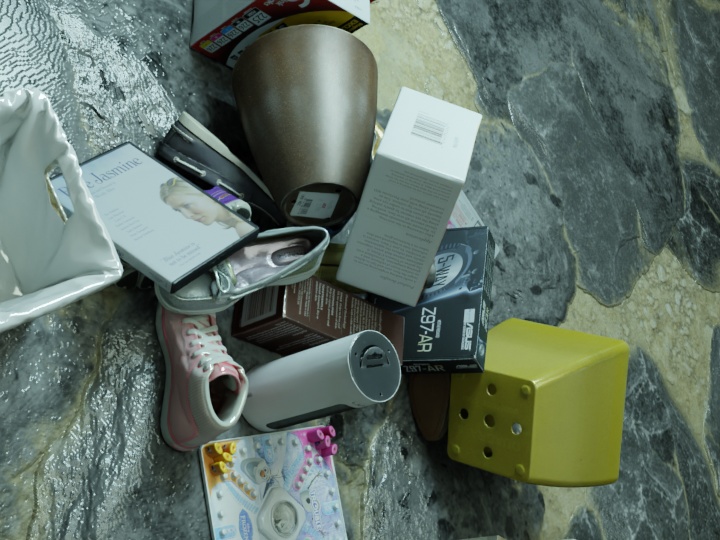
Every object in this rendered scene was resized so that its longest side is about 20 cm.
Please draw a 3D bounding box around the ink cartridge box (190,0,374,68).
[{"bbox_3d":[-0.086,-0.322,1.323,0.175,0.199,0.084,20,62,-39],"label":"ink cartridge box"}]

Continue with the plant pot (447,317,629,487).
[{"bbox_3d":[0.225,0.186,1.410,0.176,0.199,0.201,-6,102,-47],"label":"plant pot"}]

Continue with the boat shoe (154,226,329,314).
[{"bbox_3d":[-0.129,-0.007,1.154,0.201,0.065,0.075,-13,70,-26],"label":"boat shoe"}]

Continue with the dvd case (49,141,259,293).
[{"bbox_3d":[-0.227,-0.063,1.120,0.199,0.018,0.143,33,42,18],"label":"dvd case"}]

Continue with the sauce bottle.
[{"bbox_3d":[0.000,0.000,1.341,0.199,0.066,0.066,6,69,-21],"label":"sauce bottle"}]

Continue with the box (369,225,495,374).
[{"bbox_3d":[0.093,0.040,1.400,0.044,0.159,0.201,55,38,-52],"label":"box"}]

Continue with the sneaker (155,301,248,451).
[{"bbox_3d":[-0.169,0.091,1.148,0.075,0.104,0.201,14,63,-41],"label":"sneaker"}]

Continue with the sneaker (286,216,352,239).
[{"bbox_3d":[-0.024,-0.109,1.389,0.079,0.089,0.201,43,46,-27],"label":"sneaker"}]

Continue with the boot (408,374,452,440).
[{"bbox_3d":[0.135,0.132,1.474,0.146,0.070,0.201,2,87,-53],"label":"boot"}]

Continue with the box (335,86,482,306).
[{"bbox_3d":[0.058,-0.088,1.255,0.106,0.201,0.153,19,41,0],"label":"box"}]

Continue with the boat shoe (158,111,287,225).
[{"bbox_3d":[-0.165,-0.110,1.281,0.063,0.073,0.200,-47,125,1],"label":"boat shoe"}]

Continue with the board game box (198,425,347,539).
[{"bbox_3d":[-0.087,0.288,1.213,0.199,0.026,0.201,0,74,-46],"label":"board game box"}]

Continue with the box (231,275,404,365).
[{"bbox_3d":[-0.048,0.068,1.286,0.200,0.100,0.075,28,56,-37],"label":"box"}]

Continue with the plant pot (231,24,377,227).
[{"bbox_3d":[-0.060,-0.159,1.270,0.186,0.187,0.201,23,48,-39],"label":"plant pot"}]

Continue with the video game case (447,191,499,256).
[{"bbox_3d":[0.121,-0.057,1.572,0.200,0.024,0.182,55,44,-17],"label":"video game case"}]

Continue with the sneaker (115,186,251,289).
[{"bbox_3d":[-0.220,-0.043,1.184,0.199,0.081,0.083,-22,48,-39],"label":"sneaker"}]

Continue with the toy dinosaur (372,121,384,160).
[{"bbox_3d":[0.044,-0.166,1.483,0.101,0.058,0.201,-3,72,-51],"label":"toy dinosaur"}]

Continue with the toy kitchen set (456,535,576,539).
[{"bbox_3d":[0.238,0.463,1.385,0.200,0.163,0.181,33,53,-33],"label":"toy kitchen set"}]

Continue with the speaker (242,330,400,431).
[{"bbox_3d":[-0.049,0.127,1.185,0.081,0.199,0.082,19,61,-40],"label":"speaker"}]

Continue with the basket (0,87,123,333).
[{"bbox_3d":[-0.362,-0.034,0.949,0.200,0.160,0.199,-27,95,-47],"label":"basket"}]
